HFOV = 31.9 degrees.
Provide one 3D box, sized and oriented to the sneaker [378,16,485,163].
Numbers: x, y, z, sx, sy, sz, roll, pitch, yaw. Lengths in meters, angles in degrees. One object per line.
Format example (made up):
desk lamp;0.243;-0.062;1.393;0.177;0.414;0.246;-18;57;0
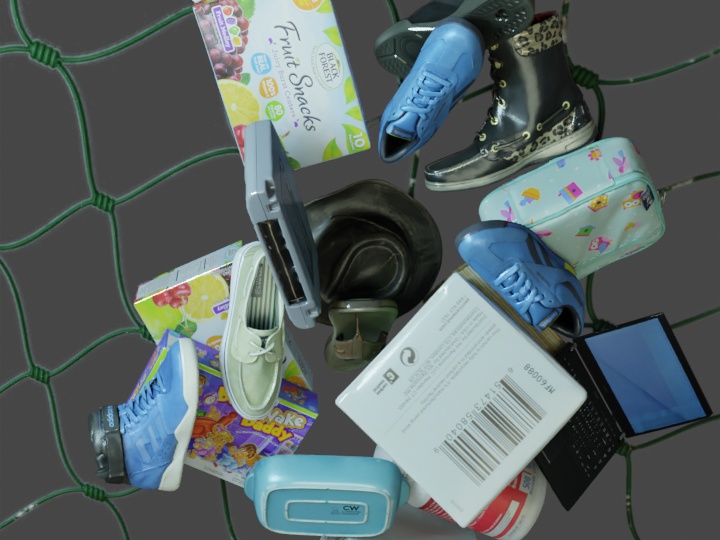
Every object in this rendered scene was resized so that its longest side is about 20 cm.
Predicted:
sneaker;0.071;-0.181;1.324;0.066;0.079;0.200;32;145;-3

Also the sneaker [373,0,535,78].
sneaker;0.106;-0.277;1.344;0.198;0.115;0.076;-23;123;38

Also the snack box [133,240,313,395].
snack box;-0.159;0.083;1.493;0.141;0.053;0.201;-22;115;9

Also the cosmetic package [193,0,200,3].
cosmetic package;-0.094;-0.354;1.274;0.198;0.105;0.071;-23;116;9

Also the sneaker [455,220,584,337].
sneaker;0.178;0.013;1.343;0.066;0.079;0.199;-32;138;28

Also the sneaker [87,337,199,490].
sneaker;-0.245;0.161;1.401;0.110;0.077;0.201;5;124;-17

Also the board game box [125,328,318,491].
board game box;-0.168;0.169;1.481;0.199;0.045;0.135;25;113;-16

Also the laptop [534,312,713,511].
laptop;0.304;0.174;1.525;0.200;0.103;0.178;-45;120;-22

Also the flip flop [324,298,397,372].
flip flop;-0.003;0.082;1.446;0.080;0.058;0.200;1;153;-10

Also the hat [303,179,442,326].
hat;0.000;0.000;1.451;0.198;0.081;0.202;-2;116;-3

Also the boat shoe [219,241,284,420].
boat shoe;-0.118;0.070;1.404;0.071;0.062;0.202;-2;96;-18

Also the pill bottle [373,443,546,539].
pill bottle;0.120;0.252;1.556;0.199;0.112;0.113;23;111;-13

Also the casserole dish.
casserole dish;-0.039;0.271;1.489;0.198;0.039;0.122;2;132;-3

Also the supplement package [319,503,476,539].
supplement package;0.042;0.407;1.574;0.190;0.200;0.148;21;112;-12

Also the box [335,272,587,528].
box;0.115;0.139;1.406;0.200;0.171;0.199;44;94;8

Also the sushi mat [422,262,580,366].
sushi mat;0.172;0.073;1.533;0.095;0.012;0.200;-39;111;14

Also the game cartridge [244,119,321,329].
game cartridge;-0.082;-0.052;1.331;0.041;0.134;0.201;-15;133;3

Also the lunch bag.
lunch bag;0.245;-0.055;1.420;0.199;0.078;0.161;-24;142;10

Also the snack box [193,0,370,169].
snack box;-0.081;-0.212;1.357;0.141;0.053;0.202;-16;116;3

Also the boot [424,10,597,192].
boot;0.148;-0.184;1.384;0.202;0.074;0.155;-20;112;-1
